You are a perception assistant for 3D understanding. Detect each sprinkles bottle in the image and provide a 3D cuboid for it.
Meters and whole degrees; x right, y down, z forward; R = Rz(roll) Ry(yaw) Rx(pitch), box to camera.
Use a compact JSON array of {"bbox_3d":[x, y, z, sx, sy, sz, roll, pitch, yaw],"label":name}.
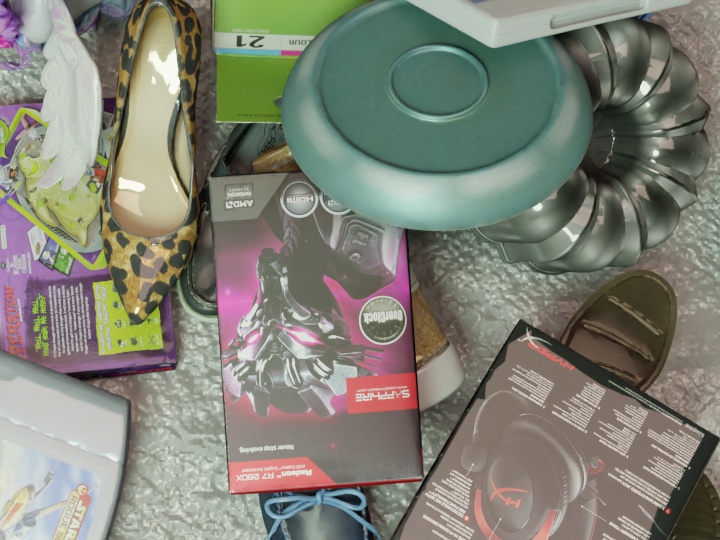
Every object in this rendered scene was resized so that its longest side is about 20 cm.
[{"bbox_3d":[0.000,0.000,0.999,0.068,0.068,0.201,-29,99,-15],"label":"sprinkles bottle"}]

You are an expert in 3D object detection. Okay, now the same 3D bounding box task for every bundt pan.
[{"bbox_3d":[0.163,-0.090,1.027,0.200,0.076,0.204,-5,102,-24],"label":"bundt pan"}]

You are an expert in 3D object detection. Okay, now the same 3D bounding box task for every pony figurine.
[{"bbox_3d":[-0.219,-0.180,0.997,0.166,0.194,0.200,23,36,8],"label":"pony figurine"}]

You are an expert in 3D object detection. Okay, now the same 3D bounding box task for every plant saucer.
[{"bbox_3d":[0.048,-0.111,0.929,0.198,0.028,0.201,0,54,0],"label":"plant saucer"}]

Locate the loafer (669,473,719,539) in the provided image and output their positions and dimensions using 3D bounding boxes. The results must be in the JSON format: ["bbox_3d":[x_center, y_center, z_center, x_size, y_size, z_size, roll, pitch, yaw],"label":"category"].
[{"bbox_3d":[0.200,0.221,0.995,0.075,0.068,0.201,17,56,-6],"label":"loafer"}]

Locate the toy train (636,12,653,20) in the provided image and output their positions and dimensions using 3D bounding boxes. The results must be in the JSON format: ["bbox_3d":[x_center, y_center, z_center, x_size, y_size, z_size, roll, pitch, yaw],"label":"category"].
[{"bbox_3d":[0.119,-0.156,1.088,0.114,0.087,0.200,43,72,0],"label":"toy train"}]

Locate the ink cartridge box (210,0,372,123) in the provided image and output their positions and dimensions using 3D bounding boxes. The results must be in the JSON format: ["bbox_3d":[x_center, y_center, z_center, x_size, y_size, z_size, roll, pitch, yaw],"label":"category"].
[{"bbox_3d":[-0.029,-0.179,1.024,0.146,0.076,0.201,1,34,-7],"label":"ink cartridge box"}]

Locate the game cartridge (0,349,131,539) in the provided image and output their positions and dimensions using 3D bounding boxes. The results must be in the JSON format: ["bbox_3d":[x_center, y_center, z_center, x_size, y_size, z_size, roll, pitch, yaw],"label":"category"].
[{"bbox_3d":[-0.229,0.161,0.955,0.132,0.042,0.201,20,80,2],"label":"game cartridge"}]

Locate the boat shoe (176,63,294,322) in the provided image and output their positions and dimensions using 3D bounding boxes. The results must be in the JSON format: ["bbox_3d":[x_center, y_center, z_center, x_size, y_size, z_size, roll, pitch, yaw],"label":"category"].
[{"bbox_3d":[-0.073,-0.060,1.040,0.074,0.066,0.200,29,72,1],"label":"boat shoe"}]

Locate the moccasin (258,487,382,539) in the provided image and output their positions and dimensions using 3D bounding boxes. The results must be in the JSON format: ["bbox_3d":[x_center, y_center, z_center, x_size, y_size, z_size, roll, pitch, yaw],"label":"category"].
[{"bbox_3d":[-0.041,0.131,0.985,0.080,0.068,0.201,-19,78,-13],"label":"moccasin"}]

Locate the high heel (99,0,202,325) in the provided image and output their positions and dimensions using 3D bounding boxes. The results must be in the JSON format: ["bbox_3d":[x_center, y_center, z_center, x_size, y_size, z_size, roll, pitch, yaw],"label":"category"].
[{"bbox_3d":[-0.141,-0.076,0.967,0.071,0.143,0.202,6,71,0],"label":"high heel"}]

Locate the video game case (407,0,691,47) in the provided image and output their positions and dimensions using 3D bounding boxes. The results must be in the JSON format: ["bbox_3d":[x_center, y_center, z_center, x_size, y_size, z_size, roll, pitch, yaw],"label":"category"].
[{"bbox_3d":[0.093,-0.209,0.994,0.181,0.022,0.200,-17,38,-33],"label":"video game case"}]

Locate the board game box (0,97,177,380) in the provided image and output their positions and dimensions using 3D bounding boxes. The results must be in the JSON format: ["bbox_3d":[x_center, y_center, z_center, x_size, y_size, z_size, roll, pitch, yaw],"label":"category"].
[{"bbox_3d":[-0.197,-0.023,1.034,0.119,0.032,0.202,-4,73,-13],"label":"board game box"}]

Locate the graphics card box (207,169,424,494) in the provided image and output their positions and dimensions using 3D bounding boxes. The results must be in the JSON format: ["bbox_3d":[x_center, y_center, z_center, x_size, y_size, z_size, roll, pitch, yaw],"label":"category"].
[{"bbox_3d":[-0.028,0.037,0.930,0.124,0.051,0.202,-3,88,-2],"label":"graphics card box"}]

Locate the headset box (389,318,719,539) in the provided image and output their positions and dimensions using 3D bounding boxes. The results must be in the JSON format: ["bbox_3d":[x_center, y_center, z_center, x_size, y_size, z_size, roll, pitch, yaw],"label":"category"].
[{"bbox_3d":[0.110,0.158,0.928,0.148,0.075,0.201,30,75,6],"label":"headset box"}]

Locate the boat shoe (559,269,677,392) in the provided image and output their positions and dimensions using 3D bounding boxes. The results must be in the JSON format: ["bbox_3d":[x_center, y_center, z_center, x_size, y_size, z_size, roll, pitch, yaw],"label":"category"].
[{"bbox_3d":[0.154,0.091,1.025,0.072,0.068,0.201,30,74,7],"label":"boat shoe"}]
